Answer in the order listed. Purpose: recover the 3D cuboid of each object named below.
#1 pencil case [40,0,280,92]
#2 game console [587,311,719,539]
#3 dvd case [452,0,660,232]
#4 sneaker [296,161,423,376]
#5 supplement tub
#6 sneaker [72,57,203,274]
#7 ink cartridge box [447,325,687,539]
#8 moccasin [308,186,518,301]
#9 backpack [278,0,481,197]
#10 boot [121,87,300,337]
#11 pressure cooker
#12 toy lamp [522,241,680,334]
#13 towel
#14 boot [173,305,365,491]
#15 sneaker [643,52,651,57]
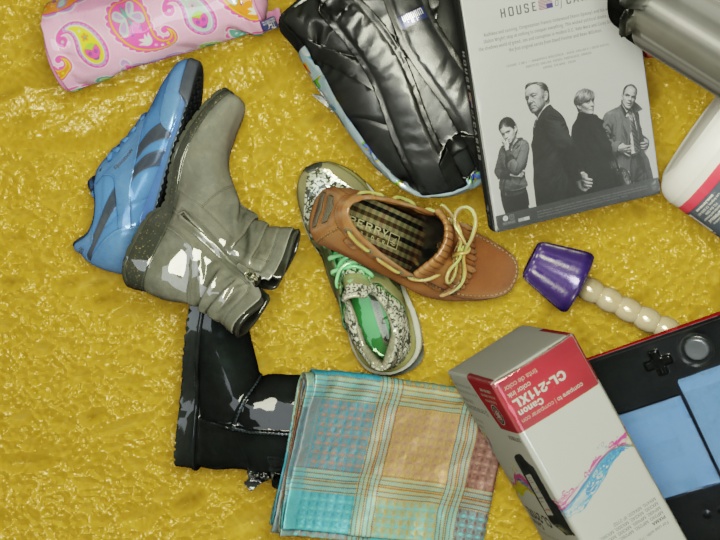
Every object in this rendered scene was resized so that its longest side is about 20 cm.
[{"bbox_3d":[-0.172,-0.215,1.497,0.199,0.087,0.088,-15,94,6],"label":"pencil case"},{"bbox_3d":[0.293,0.138,1.478,0.176,0.031,0.201,-22,105,20],"label":"game console"},{"bbox_3d":[0.160,-0.144,1.409,0.150,0.025,0.201,-13,104,-12],"label":"dvd case"},{"bbox_3d":[0.000,0.000,1.498,0.077,0.089,0.201,-23,93,8],"label":"sneaker"},{"bbox_3d":[0.361,-0.064,1.429,0.200,0.140,0.141,36,98,1],"label":"supplement tub"},{"bbox_3d":[-0.195,-0.096,1.520,0.078,0.066,0.201,21,98,7],"label":"sneaker"},{"bbox_3d":[0.170,0.154,1.455,0.083,0.146,0.201,-31,96,-10],"label":"ink cartridge box"},{"bbox_3d":[0.055,-0.023,1.462,0.201,0.078,0.074,27,77,-31],"label":"moccasin"},{"bbox_3d":[0.049,-0.157,1.460,0.163,0.154,0.201,-32,79,0],"label":"backpack"},{"bbox_3d":[-0.106,-0.047,1.486,0.130,0.068,0.201,20,74,12],"label":"boot"},{"bbox_3d":[0.281,-0.225,1.323,0.200,0.176,0.179,36,87,23],"label":"pressure cooker"},{"bbox_3d":[0.234,0.036,1.497,0.199,0.058,0.058,29,98,0],"label":"toy lamp"},{"bbox_3d":[0.029,0.165,1.505,0.199,0.022,0.148,8,97,-21],"label":"towel"},{"bbox_3d":[-0.074,0.100,1.525,0.161,0.073,0.199,7,101,6],"label":"boot"},{"bbox_3d":[0.234,-0.218,1.462,0.199,0.071,0.099,-2,96,4],"label":"sneaker"}]
